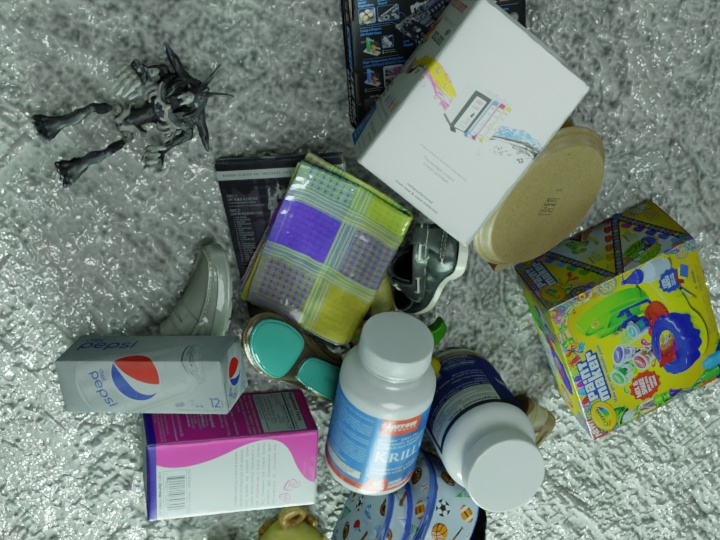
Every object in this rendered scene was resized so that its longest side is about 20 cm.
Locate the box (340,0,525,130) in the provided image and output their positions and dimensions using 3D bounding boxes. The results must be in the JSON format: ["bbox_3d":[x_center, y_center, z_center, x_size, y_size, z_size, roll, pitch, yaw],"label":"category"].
[{"bbox_3d":[0.080,-0.258,1.311,0.196,0.050,0.202,-11,116,-10],"label":"box"}]

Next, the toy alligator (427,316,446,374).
[{"bbox_3d":[0.044,0.139,1.476,0.053,0.060,0.202,10,118,-27],"label":"toy alligator"}]

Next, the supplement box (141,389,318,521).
[{"bbox_3d":[-0.154,0.214,1.434,0.196,0.104,0.103,-2,114,-13],"label":"supplement box"}]

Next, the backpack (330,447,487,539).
[{"bbox_3d":[0.060,0.313,1.505,0.153,0.200,0.193,28,92,-26],"label":"backpack"}]

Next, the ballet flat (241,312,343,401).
[{"bbox_3d":[-0.084,0.090,1.395,0.068,0.072,0.199,-55,138,2],"label":"ballet flat"}]

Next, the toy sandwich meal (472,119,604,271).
[{"bbox_3d":[0.190,-0.089,1.368,0.203,0.070,0.207,-26,143,-21],"label":"toy sandwich meal"}]

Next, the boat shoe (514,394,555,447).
[{"bbox_3d":[0.175,0.256,1.564,0.064,0.071,0.201,31,102,-25],"label":"boat shoe"}]

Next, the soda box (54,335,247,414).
[{"bbox_3d":[-0.228,0.113,1.336,0.196,0.068,0.065,-1,112,17],"label":"soda box"}]

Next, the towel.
[{"bbox_3d":[-0.039,-0.016,1.333,0.142,0.023,0.201,28,123,-1],"label":"towel"}]

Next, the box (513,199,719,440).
[{"bbox_3d":[0.316,0.059,1.485,0.190,0.122,0.202,-26,118,-2],"label":"box"}]

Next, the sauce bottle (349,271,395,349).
[{"bbox_3d":[0.000,0.000,1.402,0.064,0.065,0.203,-15,116,-8],"label":"sauce bottle"}]

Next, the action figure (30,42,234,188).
[{"bbox_3d":[-0.224,-0.152,1.246,0.197,0.102,0.120,-23,107,-3],"label":"action figure"}]

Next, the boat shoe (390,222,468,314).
[{"bbox_3d":[0.063,-0.004,1.366,0.066,0.200,0.073,2,70,-12],"label":"boat shoe"}]

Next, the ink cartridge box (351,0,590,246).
[{"bbox_3d":[0.106,-0.162,1.241,0.144,0.147,0.201,36,102,-12],"label":"ink cartridge box"}]

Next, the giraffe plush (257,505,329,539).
[{"bbox_3d":[-0.103,0.379,1.517,0.161,0.173,0.201,-36,84,-8],"label":"giraffe plush"}]

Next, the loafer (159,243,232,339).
[{"bbox_3d":[-0.189,0.064,1.373,0.069,0.070,0.203,2,115,-26],"label":"loafer"}]

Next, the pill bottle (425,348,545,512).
[{"bbox_3d":[0.139,0.187,1.449,0.114,0.201,0.118,-6,117,-12],"label":"pill bottle"}]

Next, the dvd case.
[{"bbox_3d":[-0.072,-0.033,1.355,0.146,0.016,0.203,-2,119,17],"label":"dvd case"}]

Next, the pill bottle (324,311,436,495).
[{"bbox_3d":[0.025,0.149,1.387,0.110,0.113,0.202,-2,131,-15],"label":"pill bottle"}]
